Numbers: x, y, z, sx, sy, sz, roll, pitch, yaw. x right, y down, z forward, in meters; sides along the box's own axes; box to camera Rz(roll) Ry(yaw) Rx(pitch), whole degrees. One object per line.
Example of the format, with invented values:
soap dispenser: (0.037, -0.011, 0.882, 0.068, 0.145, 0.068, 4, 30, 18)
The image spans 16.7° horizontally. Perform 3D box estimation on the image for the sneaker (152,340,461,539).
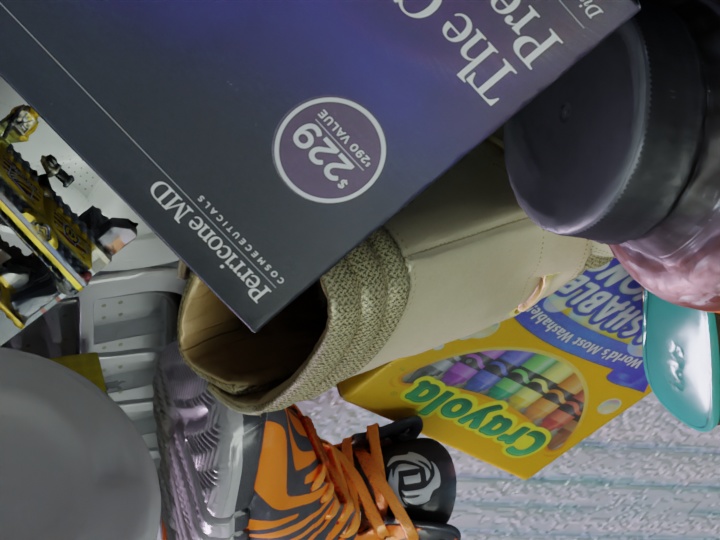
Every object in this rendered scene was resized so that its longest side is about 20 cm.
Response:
sneaker: (-0.017, 0.072, 0.928, 0.112, 0.078, 0.200, -11, 156, -11)

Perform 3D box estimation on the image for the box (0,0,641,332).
box: (-0.044, -0.106, 0.655, 0.141, 0.079, 0.200, -40, 107, 16)

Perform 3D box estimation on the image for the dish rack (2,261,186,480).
dish rack: (-0.154, 0.050, 0.933, 0.200, 0.044, 0.172, -10, 144, -13)

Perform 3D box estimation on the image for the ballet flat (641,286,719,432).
ballet flat: (0.134, -0.019, 0.884, 0.072, 0.068, 0.200, -40, 144, -19)

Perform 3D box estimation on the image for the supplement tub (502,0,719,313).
supplement tub: (0.143, -0.035, 0.744, 0.200, 0.107, 0.107, 6, 138, -30)

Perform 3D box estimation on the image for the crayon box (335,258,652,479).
crayon box: (0.074, 0.014, 0.985, 0.200, 0.052, 0.126, -37, 141, 24)

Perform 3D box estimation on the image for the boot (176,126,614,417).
boot: (0.000, 0.000, 0.834, 0.155, 0.073, 0.200, -22, -176, -30)

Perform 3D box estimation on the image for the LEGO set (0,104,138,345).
LEGO set: (-0.142, -0.015, 0.658, 0.116, 0.154, 0.200, -37, 106, 10)

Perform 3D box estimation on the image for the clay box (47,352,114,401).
clay box: (-0.152, 0.097, 0.919, 0.115, 0.048, 0.200, -7, 141, -14)

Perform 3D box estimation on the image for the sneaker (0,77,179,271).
sneaker: (-0.103, -0.063, 0.783, 0.200, 0.074, 0.116, 1, 143, -24)

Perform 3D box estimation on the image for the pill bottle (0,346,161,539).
pill bottle: (-0.141, 0.127, 0.828, 0.113, 0.113, 0.200, -2, 140, -23)
